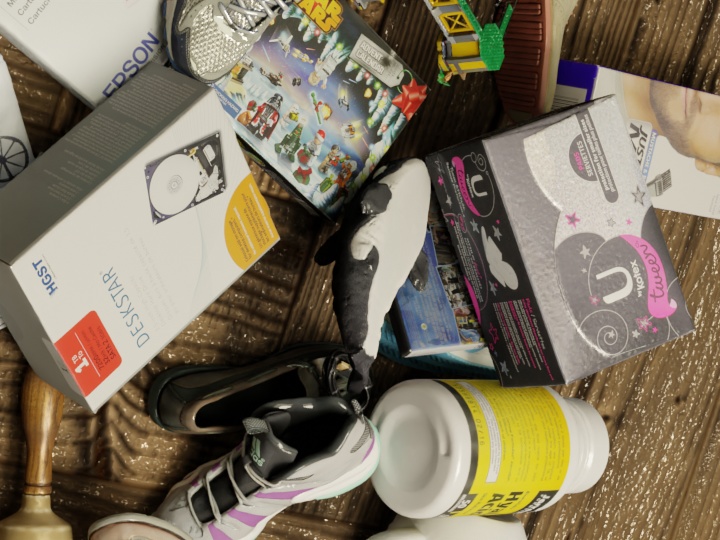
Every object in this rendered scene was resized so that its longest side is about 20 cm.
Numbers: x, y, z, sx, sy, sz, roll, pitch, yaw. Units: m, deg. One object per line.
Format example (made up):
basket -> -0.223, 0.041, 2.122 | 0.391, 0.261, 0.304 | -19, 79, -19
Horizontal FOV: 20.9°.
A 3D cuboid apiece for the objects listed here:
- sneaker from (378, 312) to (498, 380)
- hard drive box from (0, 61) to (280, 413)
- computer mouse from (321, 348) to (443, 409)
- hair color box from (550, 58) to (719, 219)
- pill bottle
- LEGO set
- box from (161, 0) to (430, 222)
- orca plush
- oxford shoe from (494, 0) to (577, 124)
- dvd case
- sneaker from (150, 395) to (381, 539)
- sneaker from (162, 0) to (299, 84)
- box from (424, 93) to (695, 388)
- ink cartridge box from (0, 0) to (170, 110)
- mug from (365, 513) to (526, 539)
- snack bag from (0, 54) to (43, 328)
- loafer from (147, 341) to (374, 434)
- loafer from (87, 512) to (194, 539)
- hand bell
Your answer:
sneaker -> 0.088, 0.045, 1.645 | 0.200, 0.076, 0.081 | 12, 78, -34
hard drive box -> -0.171, -0.025, 1.409 | 0.200, 0.077, 0.156 | -44, 136, -22
computer mouse -> 0.033, 0.106, 1.609 | 0.200, 0.034, 0.059 | 24, 86, -52
hair color box -> 0.243, -0.112, 1.690 | 0.200, 0.065, 0.110 | 7, 97, -41
pill bottle -> 0.110, 0.145, 1.602 | 0.200, 0.111, 0.112 | 3, 102, -42
LEGO set -> 0.053, -0.246, 1.512 | 0.154, 0.116, 0.201 | 44, 53, -46
box -> -0.052, -0.150, 1.511 | 0.200, 0.040, 0.137 | 42, 79, -34
orca plush -> 0.000, 0.000, 1.533 | 0.105, 0.071, 0.201 | 32, 59, -52
oxford shoe -> 0.158, -0.217, 1.612 | 0.074, 0.071, 0.201 | -6, 107, -36
dvd case -> 0.100, -0.006, 1.618 | 0.199, 0.018, 0.143 | -5, 70, -32
sneaker -> -0.084, 0.149, 1.499 | 0.200, 0.078, 0.140 | -29, 157, -5
sneaker -> -0.069, -0.220, 1.405 | 0.077, 0.085, 0.200 | 36, 81, -34
box -> 0.158, -0.022, 1.539 | 0.132, 0.115, 0.201 | -20, 95, -22
ink cartridge box -> -0.190, -0.241, 1.396 | 0.200, 0.043, 0.197 | 40, 81, -36
mug -> 0.052, 0.278, 1.628 | 0.200, 0.147, 0.176 | 14, 93, -45
snack bag -> -0.304, -0.039, 1.389 | 0.188, 0.021, 0.201 | -24, 115, -25
loafer -> -0.069, 0.104, 1.556 | 0.199, 0.063, 0.072 | -7, 107, -31
loafer -> -0.149, 0.249, 1.497 | 0.072, 0.063, 0.200 | -16, 147, 9
hand bell -> -0.243, 0.156, 1.460 | 0.104, 0.104, 0.201 | 3, 89, -34
